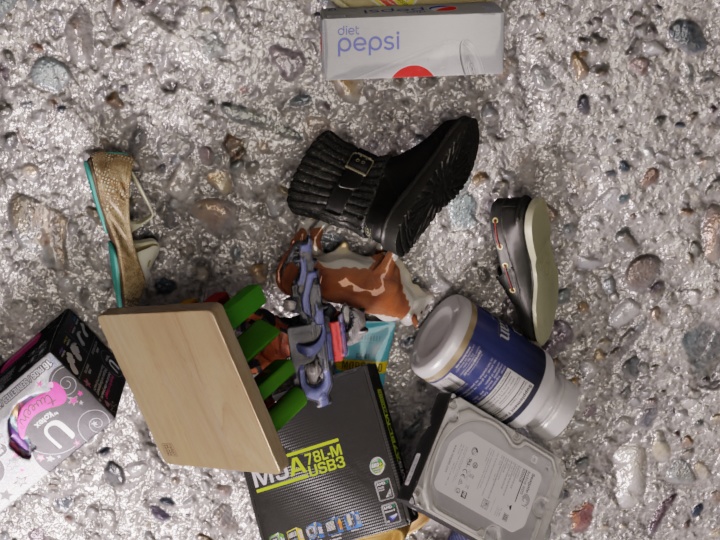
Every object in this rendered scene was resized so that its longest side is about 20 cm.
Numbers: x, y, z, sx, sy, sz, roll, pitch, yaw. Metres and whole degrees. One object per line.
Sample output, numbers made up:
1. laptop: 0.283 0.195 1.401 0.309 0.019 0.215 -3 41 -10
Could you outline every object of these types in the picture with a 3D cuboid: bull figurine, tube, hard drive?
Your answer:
1. bull figurine: 0.000 0.000 1.334 0.196 0.065 0.123 9 108 -10
2. tube: -0.003 0.157 1.408 0.076 0.050 0.203 2 108 -9
3. hard drive: 0.151 0.252 1.338 0.199 0.038 0.141 33 71 -24

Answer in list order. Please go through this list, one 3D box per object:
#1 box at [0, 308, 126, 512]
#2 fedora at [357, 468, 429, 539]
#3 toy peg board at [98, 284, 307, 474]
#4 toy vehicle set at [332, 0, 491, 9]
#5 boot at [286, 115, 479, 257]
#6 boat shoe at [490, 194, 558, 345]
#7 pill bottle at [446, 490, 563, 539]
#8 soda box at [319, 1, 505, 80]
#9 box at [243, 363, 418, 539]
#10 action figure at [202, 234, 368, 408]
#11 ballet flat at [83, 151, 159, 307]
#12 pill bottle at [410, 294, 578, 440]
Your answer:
1. box: -0.387 0.169 1.323 0.199 0.132 0.115 -39 109 10
2. fedora: 0.007 0.326 1.422 0.197 0.083 0.202 -2 136 -2
3. toy peg board: -0.165 0.112 1.260 0.197 0.098 0.203 -4 115 41
4. toy vehicle set: 0.044 -0.322 1.230 0.198 0.027 0.125 32 105 -17
5. boot: 0.028 -0.121 1.278 0.156 0.211 0.080 24 145 26
6. boat shoe: 0.200 0.000 1.359 0.062 0.074 0.204 6 127 30
7. pill bottle: 0.181 0.351 1.465 0.110 0.111 0.202 25 107 -15
8. soda box: 0.055 -0.249 1.211 0.196 0.064 0.069 -3 113 -5
9. box: -0.047 0.234 1.361 0.197 0.047 0.196 -18 84 18
10. action figure: -0.085 0.049 1.301 0.190 0.105 0.204 2 106 0
11. ballet flat: -0.267 -0.041 1.291 0.064 0.071 0.203 -14 117 -15
12. pill bottle: 0.169 0.125 1.376 0.199 0.111 0.112 33 105 -17
